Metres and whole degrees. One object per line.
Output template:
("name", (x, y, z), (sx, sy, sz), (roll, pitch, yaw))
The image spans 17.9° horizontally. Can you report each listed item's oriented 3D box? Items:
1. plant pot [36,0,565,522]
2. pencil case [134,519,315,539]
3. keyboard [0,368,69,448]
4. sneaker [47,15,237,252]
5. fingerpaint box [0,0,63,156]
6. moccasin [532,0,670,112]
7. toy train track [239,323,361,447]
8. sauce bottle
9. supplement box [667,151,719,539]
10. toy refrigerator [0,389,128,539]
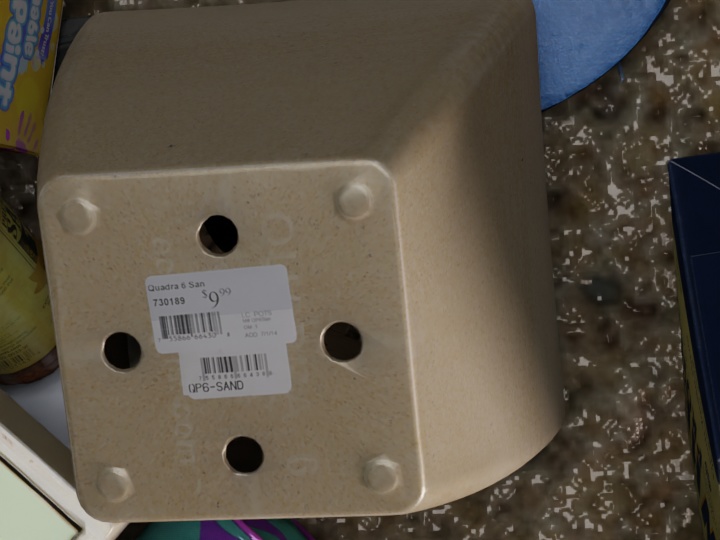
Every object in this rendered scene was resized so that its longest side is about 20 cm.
("plant pot", (-0.032, 0.006, 0.909), (0.199, 0.177, 0.201), (-2, 106, 12))
("pencil case", (-0.098, 0.188, 1.022), (0.092, 0.085, 0.200), (38, 92, 23))
("keyboard", (-0.189, 0.051, 1.077), (0.199, 0.011, 0.056), (23, 85, 6))
("sneaker", (-0.066, -0.058, 1.029), (0.199, 0.060, 0.105), (-1, 70, 6))
("fingerpaint box", (-0.215, -0.161, 1.029), (0.166, 0.073, 0.201), (8, 89, 27))
("moccasin", (0.118, -0.142, 1.026), (0.200, 0.068, 0.080), (-44, 92, 4))
("toy train track", (0.000, 0.000, 1.050), (0.114, 0.033, 0.201), (24, 84, 15))
("sauce bottle", (-0.183, -0.018, 0.982), (0.066, 0.200, 0.066), (-7, 61, 14))
("supplement box", (0.233, 0.049, 0.919), (0.199, 0.200, 0.135), (-8, 58, 6))
("toy refrigerator", (-0.194, 0.064, 0.934), (0.200, 0.070, 0.076), (42, 91, 2))
